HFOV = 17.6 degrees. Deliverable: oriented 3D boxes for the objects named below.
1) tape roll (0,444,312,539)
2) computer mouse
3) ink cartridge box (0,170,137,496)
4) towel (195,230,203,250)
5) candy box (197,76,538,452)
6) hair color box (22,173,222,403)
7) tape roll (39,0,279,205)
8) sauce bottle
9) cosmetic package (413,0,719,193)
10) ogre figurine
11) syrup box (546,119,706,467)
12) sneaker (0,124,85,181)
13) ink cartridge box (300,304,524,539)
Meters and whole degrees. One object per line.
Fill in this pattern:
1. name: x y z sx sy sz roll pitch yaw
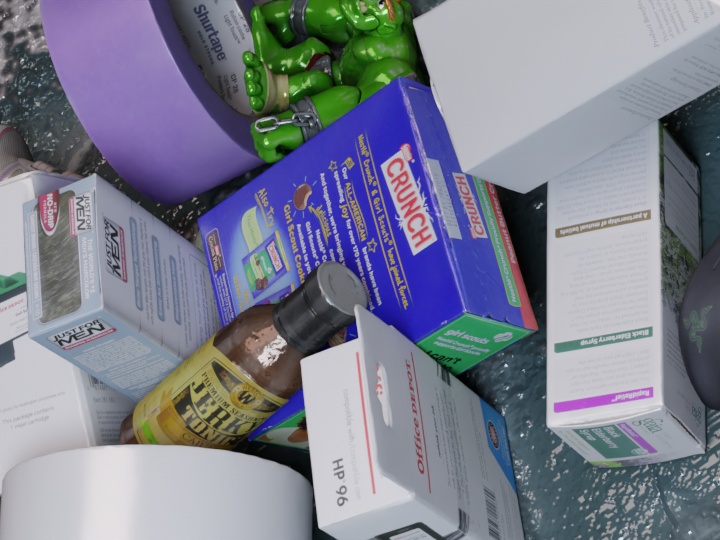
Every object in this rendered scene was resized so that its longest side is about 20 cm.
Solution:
1. tape roll: -0.130 0.171 1.471 0.202 0.202 0.071 -11 68 27
2. computer mouse: 0.239 -0.013 1.391 0.138 0.053 0.201 -9 52 61
3. ink cartridge box: -0.201 0.044 1.570 0.084 0.146 0.201 -17 80 18
4. towel: -0.046 0.040 1.601 0.199 0.023 0.153 3 69 32
5. candy box: 0.000 0.000 1.494 0.200 0.077 0.170 -32 61 36
6. hair color box: -0.139 0.027 1.526 0.060 0.200 0.099 -20 59 21
7. tape roll: -0.136 -0.153 1.641 0.085 0.200 0.201 -24 56 19
8. sauce bottle: -0.073 0.064 1.453 0.200 0.065 0.065 -43 48 34
9. cosmetic package: 0.141 -0.142 1.396 0.200 0.081 0.113 -28 66 31
10. ogre figurine: -0.017 -0.144 1.620 0.119 0.200 0.099 -9 103 4
11. syrup box: 0.165 0.015 1.449 0.081 0.079 0.201 -10 62 27
12. sneaker: -0.221 -0.037 1.717 0.088 0.081 0.200 -37 61 9
13. ink cartridge box: 0.024 0.114 1.408 0.068 0.200 0.116 -21 57 21
